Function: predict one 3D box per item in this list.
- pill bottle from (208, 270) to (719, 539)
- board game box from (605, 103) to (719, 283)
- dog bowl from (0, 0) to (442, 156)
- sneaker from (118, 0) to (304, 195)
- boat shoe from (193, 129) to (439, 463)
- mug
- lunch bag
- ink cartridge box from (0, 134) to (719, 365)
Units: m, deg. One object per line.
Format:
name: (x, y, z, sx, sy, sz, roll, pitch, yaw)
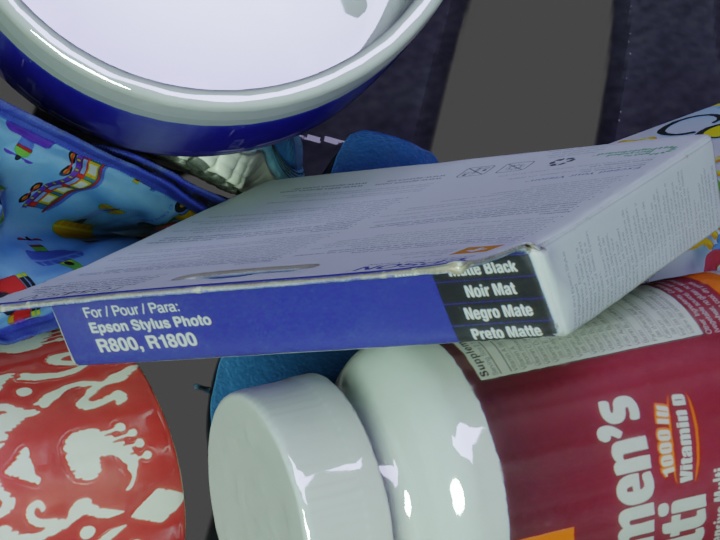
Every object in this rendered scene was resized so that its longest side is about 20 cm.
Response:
pill bottle: (0.055, 0.068, 0.927, 0.199, 0.110, 0.110, -11, 54, -23)
board game box: (0.137, 0.004, 1.089, 0.200, 0.105, 0.103, -20, 22, -31)
dog bowl: (-0.060, -0.145, 0.974, 0.199, 0.079, 0.201, 3, 78, -12)
sneaker: (-0.050, -0.079, 1.096, 0.078, 0.200, 0.090, 22, 91, 3)
boat shoe: (-0.008, 0.029, 1.083, 0.084, 0.069, 0.200, 27, 46, 6)
mug: (-0.172, 0.114, 0.953, 0.200, 0.178, 0.133, -16, 20, -31)
lunch bag: (-0.145, -0.016, 1.020, 0.150, 0.094, 0.200, 4, 0, 30)
ink cartridge box: (0.000, 0.000, 0.922, 0.199, 0.041, 0.200, -5, 11, 32)
